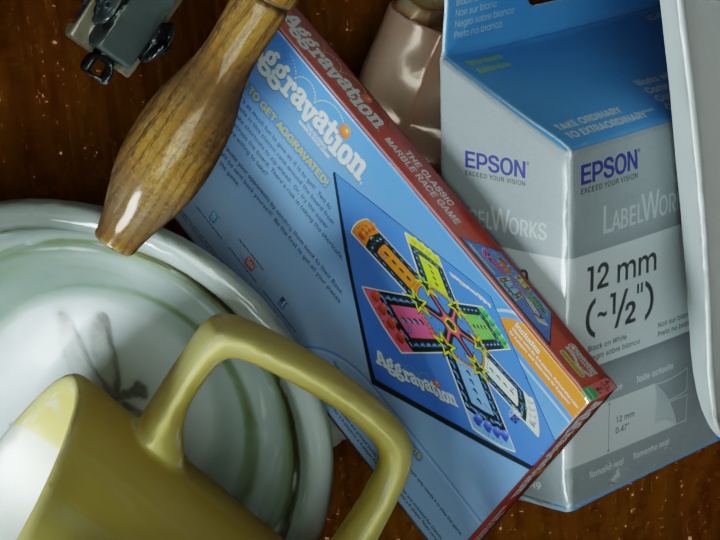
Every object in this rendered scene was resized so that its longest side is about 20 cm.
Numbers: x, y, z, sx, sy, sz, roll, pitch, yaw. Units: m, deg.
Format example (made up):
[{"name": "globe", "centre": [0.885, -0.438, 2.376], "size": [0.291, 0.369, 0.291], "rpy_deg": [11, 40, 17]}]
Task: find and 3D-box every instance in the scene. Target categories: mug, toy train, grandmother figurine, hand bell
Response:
[{"name": "mug", "centre": [-0.068, 0.129, 0.857], "size": [0.153, 0.149, 0.187], "rpy_deg": [33, 132, -14]}, {"name": "toy train", "centre": [-0.046, -0.155, 0.881], "size": [0.034, 0.046, 0.200], "rpy_deg": [36, 85, -30]}, {"name": "grandmother figurine", "centre": [0.009, -0.014, 0.941], "size": [0.121, 0.061, 0.200], "rpy_deg": [30, 106, 15]}, {"name": "hand bell", "centre": [-0.034, -0.091, 0.839], "size": [0.104, 0.104, 0.200], "rpy_deg": [29, 100, -12]}]

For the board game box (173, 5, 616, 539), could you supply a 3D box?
[{"name": "board game box", "centre": [0.000, 0.000, 0.884], "size": [0.200, 0.019, 0.103], "rpy_deg": [51, 132, 17]}]

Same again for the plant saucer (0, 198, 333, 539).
[{"name": "plant saucer", "centre": [-0.104, 0.055, 0.935], "size": [0.200, 0.050, 0.200], "rpy_deg": [5, 118, 10]}]

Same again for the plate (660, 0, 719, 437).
[{"name": "plate", "centre": [0.173, -0.061, 0.904], "size": [0.200, 0.032, 0.200], "rpy_deg": [-24, 114, -42]}]

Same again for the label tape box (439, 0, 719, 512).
[{"name": "label tape box", "centre": [0.099, -0.028, 0.900], "size": [0.143, 0.066, 0.200], "rpy_deg": [-18, 115, -44]}]
